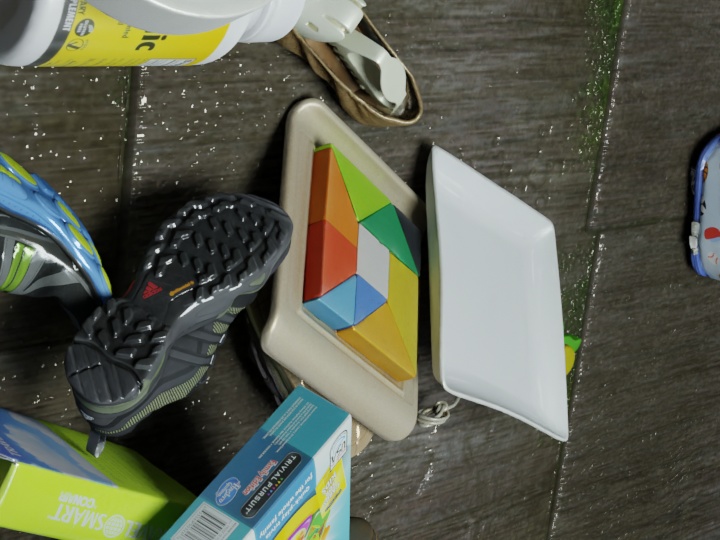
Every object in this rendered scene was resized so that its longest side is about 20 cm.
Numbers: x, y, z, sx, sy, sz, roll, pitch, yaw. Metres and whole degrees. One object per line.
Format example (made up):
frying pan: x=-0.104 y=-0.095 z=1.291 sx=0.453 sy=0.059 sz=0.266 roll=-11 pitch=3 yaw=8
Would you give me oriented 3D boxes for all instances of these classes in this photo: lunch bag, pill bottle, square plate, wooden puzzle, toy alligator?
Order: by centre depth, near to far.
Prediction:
pill bottle: x=-0.132 y=-0.179 z=0.886 sx=0.199 sy=0.111 sz=0.112 roll=-8 pitch=113 yaw=-42
wooden puzzle: x=0.000 y=0.000 z=1.083 sx=0.185 sy=0.037 sz=0.202 roll=41 pitch=47 yaw=-45
square plate: x=0.107 y=0.024 z=1.201 sx=0.198 sy=0.028 sz=0.202 roll=27 pitch=55 yaw=-50
toy alligator: x=0.122 y=0.075 z=1.273 sx=0.199 sy=0.059 sz=0.055 roll=-22 pitch=121 yaw=-37
lunch bag: x=0.402 y=-0.074 z=1.474 sx=0.199 sy=0.075 sz=0.162 roll=-28 pitch=127 yaw=-34

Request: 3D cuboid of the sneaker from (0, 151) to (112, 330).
sneaker: x=-0.222 y=-0.019 z=0.908 sx=0.083 sy=0.071 sz=0.200 roll=-39 pitch=138 yaw=6

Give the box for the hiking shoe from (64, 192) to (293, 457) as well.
hiking shoe: x=-0.120 y=0.030 z=0.967 sx=0.200 sy=0.076 sz=0.101 roll=-45 pitch=164 yaw=-32

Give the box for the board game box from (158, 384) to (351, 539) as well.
board game box: x=-0.066 y=0.198 z=1.005 sx=0.151 sy=0.047 sz=0.201 roll=-47 pitch=153 yaw=-34

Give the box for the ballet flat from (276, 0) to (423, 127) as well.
ballet flat: x=-0.014 y=-0.163 z=1.034 sx=0.068 sy=0.072 sz=0.200 roll=-53 pitch=135 yaw=-12

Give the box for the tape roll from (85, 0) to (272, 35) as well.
tape roll: x=-0.106 y=-0.230 z=0.800 sx=0.202 sy=0.037 sz=0.205 roll=9 pitch=76 yaw=-40

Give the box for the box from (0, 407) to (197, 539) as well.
box: x=-0.197 y=0.131 z=0.943 sx=0.199 sy=0.122 sz=0.048 roll=26 pitch=89 yaw=-46

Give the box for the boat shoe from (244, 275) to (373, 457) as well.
boat shoe: x=-0.054 y=0.048 z=1.089 sx=0.072 sy=0.065 sz=0.201 roll=-37 pitch=111 yaw=-33

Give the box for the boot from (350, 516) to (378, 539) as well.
boot: x=-0.064 y=0.208 z=1.139 sx=0.199 sy=0.074 sz=0.098 roll=-17 pitch=121 yaw=-36
